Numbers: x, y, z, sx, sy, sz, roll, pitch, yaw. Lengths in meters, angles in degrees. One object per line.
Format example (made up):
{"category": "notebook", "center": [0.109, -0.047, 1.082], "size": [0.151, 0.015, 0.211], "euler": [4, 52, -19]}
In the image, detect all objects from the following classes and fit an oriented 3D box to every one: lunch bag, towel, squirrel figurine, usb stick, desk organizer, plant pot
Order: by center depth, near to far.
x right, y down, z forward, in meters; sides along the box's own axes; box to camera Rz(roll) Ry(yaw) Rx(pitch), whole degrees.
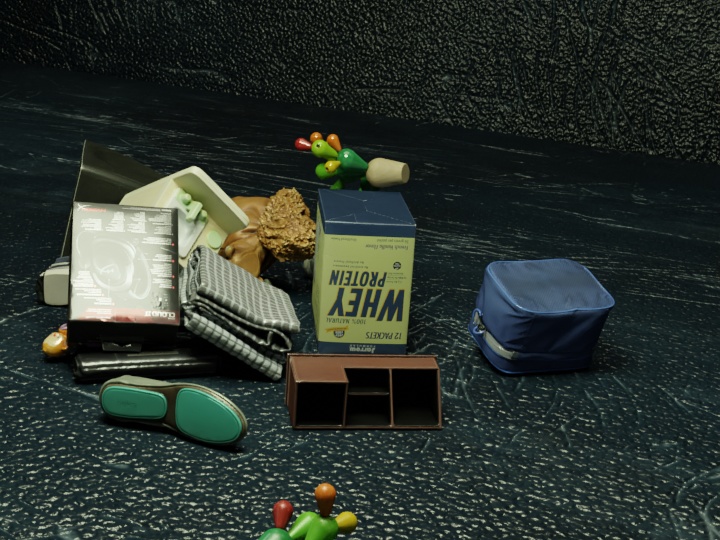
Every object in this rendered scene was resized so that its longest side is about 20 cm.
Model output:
{"category": "desk organizer", "center": [0.006, 0.155, 1.525], "size": [0.197, 0.073, 0.077], "euler": [1, 20, -10]}
{"category": "usb stick", "center": [-0.287, 0.125, 1.609], "size": [0.198, 0.033, 0.055], "euler": [-2, 11, -20]}
{"category": "towel", "center": [-0.172, 0.049, 1.672], "size": [0.165, 0.086, 0.200], "euler": [32, 9, -18]}
{"category": "lunch bag", "center": [0.254, 0.075, 1.749], "size": [0.198, 0.134, 0.136], "euler": [-1, 34, -22]}
{"category": "squirrel figurine", "center": [-0.166, -0.046, 1.942], "size": [0.199, 0.142, 0.187], "euler": [-27, 18, 17]}
{"category": "plant pot", "center": [-0.401, -0.085, 2.007], "size": [0.175, 0.202, 0.200], "euler": [12, 15, -16]}

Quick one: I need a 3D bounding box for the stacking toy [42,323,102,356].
{"category": "stacking toy", "center": [-0.367, 0.069, 1.683], "size": [0.115, 0.111, 0.199], "euler": [20, 34, 35]}

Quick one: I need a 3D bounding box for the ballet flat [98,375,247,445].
{"category": "ballet flat", "center": [-0.220, 0.162, 1.453], "size": [0.198, 0.068, 0.064], "euler": [10, 11, 16]}

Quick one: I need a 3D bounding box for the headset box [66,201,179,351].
{"category": "headset box", "center": [-0.324, 0.014, 1.631], "size": [0.147, 0.202, 0.077], "euler": [2, -26, -16]}

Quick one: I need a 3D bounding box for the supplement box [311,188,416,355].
{"category": "supplement box", "center": [0.000, 0.000, 1.795], "size": [0.132, 0.202, 0.200], "euler": [2, 17, -5]}

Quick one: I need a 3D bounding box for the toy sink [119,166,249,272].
{"category": "toy sink", "center": [-0.289, -0.056, 1.833], "size": [0.199, 0.130, 0.113], "euler": [-14, 40, 45]}

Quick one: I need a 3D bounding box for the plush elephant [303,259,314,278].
{"category": "plush elephant", "center": [0.000, -0.043, 2.007], "size": [0.163, 0.157, 0.200], "euler": [0, 17, -14]}

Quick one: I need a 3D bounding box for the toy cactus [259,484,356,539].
{"category": "toy cactus", "center": [-0.087, 0.271, 1.096], "size": [0.163, 0.103, 0.201], "euler": [-4, 25, 5]}

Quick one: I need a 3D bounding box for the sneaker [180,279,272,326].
{"category": "sneaker", "center": [-0.224, 0.043, 1.807], "size": [0.197, 0.080, 0.074], "euler": [1, 19, -9]}

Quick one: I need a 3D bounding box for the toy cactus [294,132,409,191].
{"category": "toy cactus", "center": [-0.005, -0.149, 1.882], "size": [0.163, 0.103, 0.200], "euler": [4, -30, 29]}

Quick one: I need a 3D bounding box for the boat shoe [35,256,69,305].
{"category": "boat shoe", "center": [-0.398, 0.012, 1.864], "size": [0.197, 0.076, 0.093], "euler": [5, 23, -1]}
